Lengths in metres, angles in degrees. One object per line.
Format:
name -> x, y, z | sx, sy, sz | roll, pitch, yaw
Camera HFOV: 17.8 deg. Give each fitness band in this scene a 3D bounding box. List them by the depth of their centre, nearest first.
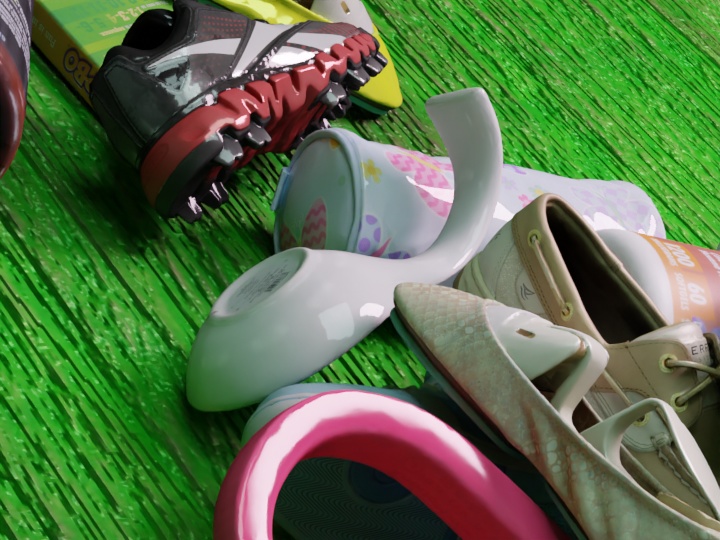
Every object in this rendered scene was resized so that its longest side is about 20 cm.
fitness band -> 0.028, 0.135, 0.861 | 0.200, 0.037, 0.144 | 45, 44, -5

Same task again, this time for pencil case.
pencil case -> 0.056, -0.018, 1.146 | 0.199, 0.083, 0.091 | 8, 29, -32

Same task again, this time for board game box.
board game box -> -0.123, -0.120, 1.213 | 0.095, 0.030, 0.200 | -7, 42, -46

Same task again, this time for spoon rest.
spoon rest -> 0.000, 0.000, 1.018 | 0.200, 0.099, 0.061 | -46, 112, -30

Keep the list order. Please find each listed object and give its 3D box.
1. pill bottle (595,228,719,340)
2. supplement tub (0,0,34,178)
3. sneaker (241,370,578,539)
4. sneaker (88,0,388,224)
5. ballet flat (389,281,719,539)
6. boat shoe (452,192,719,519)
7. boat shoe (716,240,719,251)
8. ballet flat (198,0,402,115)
pill bottle -> 0.188, 0.050, 1.119 | 0.199, 0.112, 0.112 | 11, 33, -28
supplement tub -> -0.203, -0.116, 1.058 | 0.106, 0.107, 0.200 | 18, 29, -17
sneaker -> 0.029, 0.069, 0.995 | 0.199, 0.080, 0.131 | 20, 28, -27
sneaker -> -0.061, -0.097, 1.132 | 0.098, 0.071, 0.200 | 45, 36, 9
ballet flat -> 0.090, 0.062, 0.914 | 0.200, 0.062, 0.067 | 50, 16, 27
boat shoe -> 0.119, 0.048, 0.968 | 0.200, 0.067, 0.074 | 46, 29, 23
boat shoe -> 0.264, 0.051, 1.241 | 0.065, 0.074, 0.200 | 10, 40, -46
ballet flat -> -0.047, -0.159, 1.266 | 0.199, 0.067, 0.067 | 30, 19, -17
